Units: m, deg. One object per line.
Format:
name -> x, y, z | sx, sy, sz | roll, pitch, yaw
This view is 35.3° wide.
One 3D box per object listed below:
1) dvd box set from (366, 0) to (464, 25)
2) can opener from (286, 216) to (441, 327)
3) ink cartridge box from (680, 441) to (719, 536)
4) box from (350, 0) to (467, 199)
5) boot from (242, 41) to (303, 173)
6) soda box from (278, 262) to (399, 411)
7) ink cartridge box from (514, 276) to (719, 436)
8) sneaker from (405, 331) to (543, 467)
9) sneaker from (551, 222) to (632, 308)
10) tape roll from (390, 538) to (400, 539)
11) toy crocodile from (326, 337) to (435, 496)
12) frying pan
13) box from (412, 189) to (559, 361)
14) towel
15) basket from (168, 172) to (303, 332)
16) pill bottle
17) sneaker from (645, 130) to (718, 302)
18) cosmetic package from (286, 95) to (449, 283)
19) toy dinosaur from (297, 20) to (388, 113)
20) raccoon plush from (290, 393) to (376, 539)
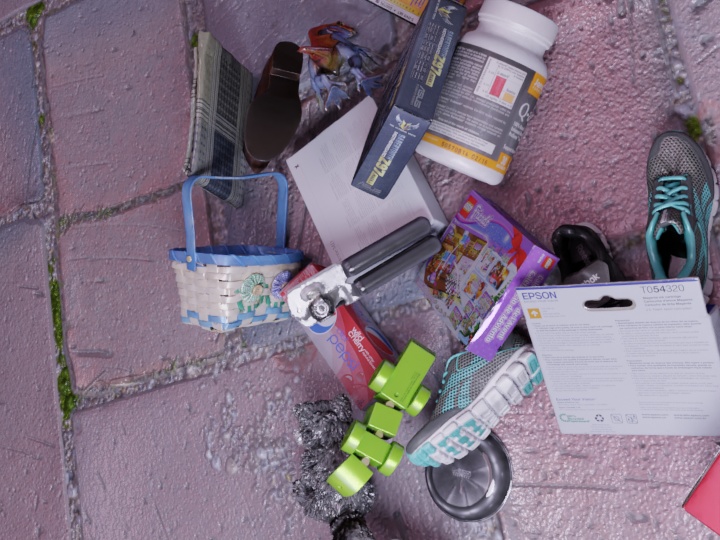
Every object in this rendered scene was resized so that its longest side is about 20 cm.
dvd box set -> 0.097, -0.416, 1.461 | 0.146, 0.029, 0.200 | 36, 101, 32
can opener -> 0.000, 0.000, 1.369 | 0.200, 0.067, 0.053 | -30, 101, -2
ink cartridge box -> 0.413, 0.248, 1.057 | 0.200, 0.176, 0.084 | 36, 101, 32
box -> 0.058, -0.206, 1.339 | 0.158, 0.051, 0.200 | 121, 169, -53
boot -> -0.126, -0.170, 1.464 | 0.200, 0.064, 0.186 | 124, 164, -58
soda box -> -0.015, 0.084, 1.421 | 0.063, 0.070, 0.200 | -44, 62, 15
ink cartridge box -> 0.281, 0.085, 1.183 | 0.196, 0.043, 0.200 | -3, 120, 32
sneaker -> 0.122, 0.142, 1.309 | 0.200, 0.078, 0.091 | -41, 52, -5
sneaker -> 0.265, 0.027, 1.240 | 0.066, 0.090, 0.200 | -38, 64, 23
tape roll -> 0.038, 0.406, 1.255 | 0.071, 0.202, 0.203 | 13, 89, 33
toy crocodile -> 0.027, 0.169, 1.305 | 0.067, 0.062, 0.200 | 30, 70, -6
frying pan -> 0.142, 0.207, 1.328 | 0.115, 0.031, 0.190 | 35, 103, 29
box -> 0.138, 0.001, 1.296 | 0.137, 0.039, 0.200 | -58, 24, 11
towel -> -0.193, -0.200, 1.517 | 0.035, 0.193, 0.200 | 3, 82, 14
basket -> -0.158, -0.027, 1.475 | 0.139, 0.176, 0.200 | 1, 97, 42
pill bottle -> 0.151, -0.211, 1.338 | 0.116, 0.116, 0.200 | 28, 97, 33
sneaker -> 0.337, -0.056, 1.198 | 0.078, 0.091, 0.200 | -7, 78, 24
cosmetic package -> 0.006, -0.100, 1.451 | 0.151, 0.052, 0.200 | -34, 65, 21
toy dinosaur -> -0.032, -0.286, 1.447 | 0.105, 0.200, 0.182 | -28, 53, 0
raccoon plush -> -0.016, 0.234, 1.341 | 0.200, 0.097, 0.134 | 31, 131, 54
